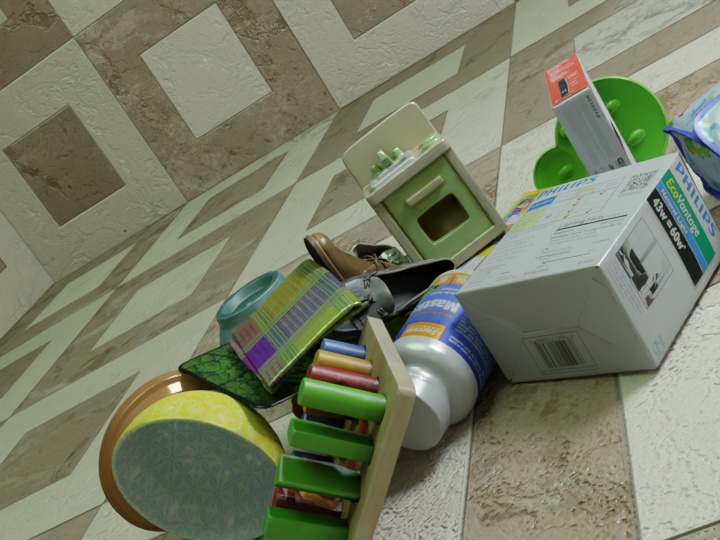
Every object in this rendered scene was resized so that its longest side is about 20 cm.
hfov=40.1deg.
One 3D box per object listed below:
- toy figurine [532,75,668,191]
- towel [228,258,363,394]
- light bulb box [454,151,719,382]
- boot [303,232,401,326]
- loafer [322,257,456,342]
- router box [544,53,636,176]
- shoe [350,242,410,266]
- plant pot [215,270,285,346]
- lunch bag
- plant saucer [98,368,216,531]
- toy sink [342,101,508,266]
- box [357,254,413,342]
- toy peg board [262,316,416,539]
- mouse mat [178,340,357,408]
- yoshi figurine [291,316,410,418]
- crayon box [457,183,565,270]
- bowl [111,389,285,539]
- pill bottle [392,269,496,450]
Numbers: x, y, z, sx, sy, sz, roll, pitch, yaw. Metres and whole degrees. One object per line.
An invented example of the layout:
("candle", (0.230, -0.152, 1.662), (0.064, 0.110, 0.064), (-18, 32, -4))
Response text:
("toy figurine", (0.340, -0.189, 1.400), (0.200, 0.150, 0.184), (-43, 0, 23))
("towel", (-0.077, 0.058, 1.117), (0.144, 0.023, 0.200), (-45, 23, -6))
("light bulb box", (0.242, 0.000, 1.033), (0.197, 0.126, 0.200), (-14, 26, 51))
("boot", (0.000, 0.000, 1.229), (0.075, 0.200, 0.074), (-43, 46, 1))
("loafer", (0.031, 0.024, 1.162), (0.198, 0.073, 0.063), (-22, -12, -36))
("router box", (0.296, -0.151, 1.207), (0.048, 0.201, 0.180), (-28, 18, 18))
("shoe", (0.028, -0.002, 1.400), (0.070, 0.054, 0.200), (-37, 16, -7))
("plant pot", (-0.135, 0.087, 1.489), (0.199, 0.135, 0.201), (-30, 17, 10))
("lunch bag", (0.443, -0.160, 1.060), (0.170, 0.128, 0.200), (-40, 13, 8))
("plant saucer", (-0.214, 0.219, 1.182), (0.200, 0.202, 0.032), (-40, 34, -20))
("toy sink", (0.080, -0.104, 1.296), (0.130, 0.201, 0.112), (-36, 10, 6))
("box", (0.094, 0.026, 1.374), (0.158, 0.046, 0.200), (-20, 23, 40))
("toy peg board", (-0.035, 0.162, 0.973), (0.199, 0.096, 0.203), (-118, 43, -72))
("mouse mat", (-0.101, 0.103, 1.137), (0.160, 0.008, 0.199), (-23, 23, -34))
("yoshi figurine", (0.015, 0.119, 1.192), (0.200, 0.113, 0.111), (-41, 34, -28))
("crayon box", (0.216, -0.032, 1.282), (0.200, 0.059, 0.118), (-45, 20, -30))
("bowl", (-0.167, 0.200, 1.108), (0.198, 0.201, 0.108), (-25, 28, 26))
("pill bottle", (0.088, 0.097, 1.081), (0.111, 0.113, 0.200), (-20, 22, 39))
